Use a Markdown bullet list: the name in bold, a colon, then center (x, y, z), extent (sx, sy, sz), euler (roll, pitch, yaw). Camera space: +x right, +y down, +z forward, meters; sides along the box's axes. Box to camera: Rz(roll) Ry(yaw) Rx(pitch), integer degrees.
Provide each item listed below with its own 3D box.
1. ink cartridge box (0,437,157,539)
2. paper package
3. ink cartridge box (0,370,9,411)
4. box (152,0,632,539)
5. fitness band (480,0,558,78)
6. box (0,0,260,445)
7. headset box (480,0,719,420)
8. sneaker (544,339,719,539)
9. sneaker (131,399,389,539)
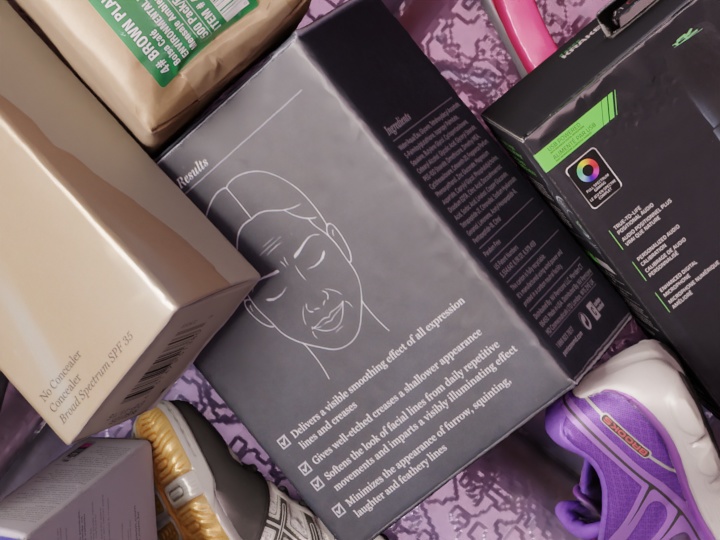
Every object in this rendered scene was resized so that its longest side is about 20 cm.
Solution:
- **ink cartridge box**: center (-0.136, 0.194, 1.116), extent (0.043, 0.200, 0.198), euler (1, 101, 16)
- **paper package**: center (-0.125, -0.159, 1.152), extent (0.103, 0.191, 0.200), euler (-42, 92, -4)
- **ink cartridge box**: center (-0.245, 0.031, 1.067), extent (0.197, 0.201, 0.043), euler (32, 125, -20)
- **box**: center (0.000, 0.000, 1.168), extent (0.148, 0.107, 0.200), euler (-38, 91, 27)
- **fitness band**: center (0.146, -0.128, 1.246), extent (0.143, 0.037, 0.201), euler (-32, 91, -5)
- **box**: center (-0.151, -0.031, 1.117), extent (0.200, 0.078, 0.095), euler (45, 116, 12)
- **headset box**: center (0.180, -0.056, 1.185), extent (0.174, 0.093, 0.200), euler (-38, 105, -1)
- **sneaker**: center (0.140, 0.117, 1.189), extent (0.083, 0.081, 0.201), euler (-24, 123, 6)
- **sneaker**: center (-0.033, 0.139, 1.216), extent (0.087, 0.076, 0.201), euler (-34, 91, -23)
